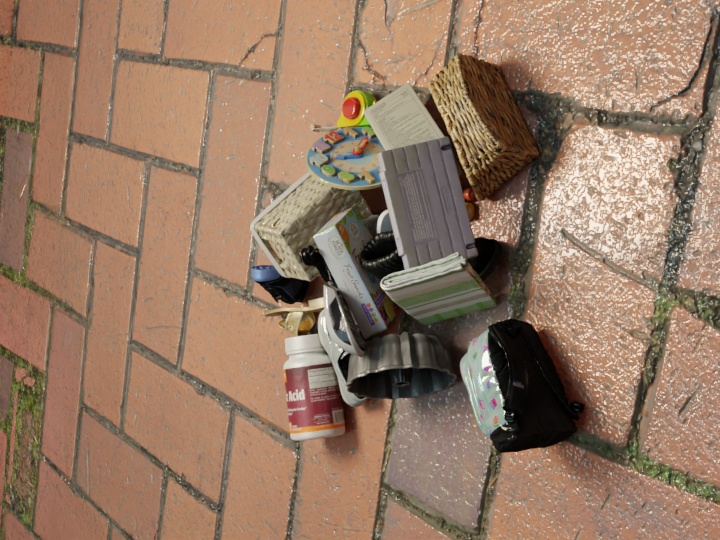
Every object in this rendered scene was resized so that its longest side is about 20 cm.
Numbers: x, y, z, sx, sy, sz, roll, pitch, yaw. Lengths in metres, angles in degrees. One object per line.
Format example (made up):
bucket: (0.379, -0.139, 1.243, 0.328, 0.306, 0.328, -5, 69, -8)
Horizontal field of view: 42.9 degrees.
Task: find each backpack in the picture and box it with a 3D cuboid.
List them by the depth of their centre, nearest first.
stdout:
backpack: (0.241, 0.182, 1.458, 0.127, 0.165, 0.203, -46, 53, 42)

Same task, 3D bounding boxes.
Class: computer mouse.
computer mouse: (-0.048, 0.061, 1.562, 0.043, 0.110, 0.203, -25, 69, 8)

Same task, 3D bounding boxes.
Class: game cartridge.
game cartridge: (0.107, -0.106, 1.492, 0.038, 0.127, 0.204, 154, 103, -82)

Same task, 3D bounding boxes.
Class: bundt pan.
bundt pan: (0.070, 0.164, 1.617, 0.200, 0.200, 0.077, -26, 58, 43)

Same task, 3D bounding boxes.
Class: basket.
basket: (0.175, -0.236, 1.530, 0.149, 0.141, 0.203, -38, 63, 39)
basket: (-0.086, -0.088, 1.738, 0.123, 0.200, 0.137, 20, 148, 57)

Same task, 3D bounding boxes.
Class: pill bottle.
pill bottle: (-0.096, 0.233, 1.842, 0.113, 0.113, 0.204, -14, 80, 46)

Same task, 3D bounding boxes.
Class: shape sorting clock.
shape sorting clock: (-0.004, -0.212, 1.693, 0.199, 0.198, 0.040, 35, 143, 41)

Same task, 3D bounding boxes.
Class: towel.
towel: (0.132, 0.034, 1.512, 0.147, 0.200, 0.031, -15, 64, 19)

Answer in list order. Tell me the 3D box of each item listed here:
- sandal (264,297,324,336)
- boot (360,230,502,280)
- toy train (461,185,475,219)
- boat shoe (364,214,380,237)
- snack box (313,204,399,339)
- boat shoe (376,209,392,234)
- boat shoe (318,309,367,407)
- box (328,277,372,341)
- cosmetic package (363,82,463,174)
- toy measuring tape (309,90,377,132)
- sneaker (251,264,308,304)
sandal: (-0.122, 0.106, 1.900, 0.209, 0.077, 0.071, -15, 80, 40)
boot: (0.119, -0.024, 1.550, 0.209, 0.158, 0.080, -32, 34, 22)
toy train: (0.122, -0.095, 1.652, 0.151, 0.055, 0.201, 53, 126, 32)
boat shoe: (0.011, -0.014, 1.742, 0.067, 0.072, 0.204, 37, 128, 54)
snack box: (0.000, 0.000, 1.619, 0.052, 0.142, 0.202, -23, 100, 20)
boat shoe: (0.071, -0.026, 1.650, 0.066, 0.069, 0.202, 34, 156, 58)
boat shoe: (-0.025, 0.163, 1.785, 0.071, 0.069, 0.204, 140, 112, -68)
box: (-0.020, 0.069, 1.720, 0.036, 0.200, 0.145, -23, 69, 2)
cosmetic package: (0.091, -0.228, 1.614, 0.102, 0.073, 0.202, -30, 47, 6)
toy measuring tape: (-0.027, -0.314, 1.802, 0.198, 0.073, 0.075, 3, 92, 46)
sneaker: (-0.159, 0.030, 1.859, 0.069, 0.199, 0.080, 4, 91, 25)
